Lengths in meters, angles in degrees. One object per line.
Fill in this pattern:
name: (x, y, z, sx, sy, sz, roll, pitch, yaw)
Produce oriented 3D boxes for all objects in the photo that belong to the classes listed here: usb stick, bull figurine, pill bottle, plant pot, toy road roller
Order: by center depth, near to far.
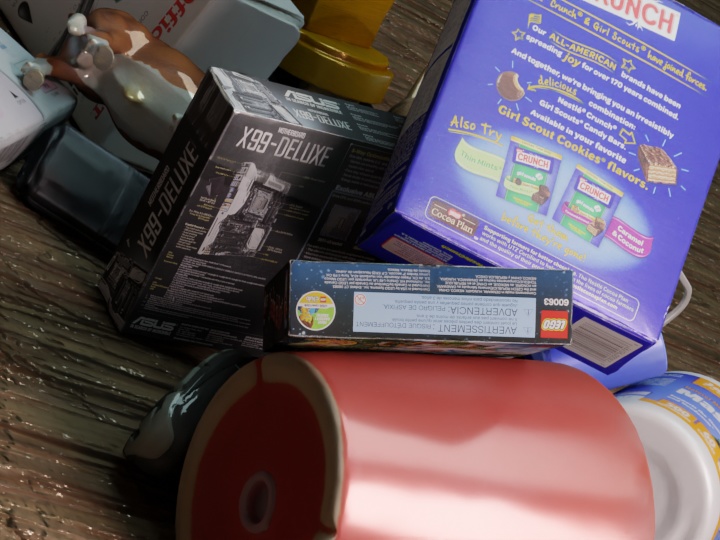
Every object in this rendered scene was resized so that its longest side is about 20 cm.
plant pot: (0.017, 0.126, 1.382, 0.177, 0.201, 0.201, 14, 30, -35)
usb stick: (-0.116, -0.017, 1.650, 0.200, 0.056, 0.033, 34, -24, -20)
bull figurine: (-0.109, -0.091, 1.663, 0.200, 0.065, 0.121, 34, 16, 12)
pill bottle: (0.186, 0.121, 1.689, 0.112, 0.112, 0.200, 44, 19, 11)
toy road roller: (-0.059, -0.169, 1.913, 0.123, 0.146, 0.200, 12, 19, -49)

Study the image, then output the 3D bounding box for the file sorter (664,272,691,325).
file sorter: (0.131, -0.032, 2.008, 0.200, 0.124, 0.139, 54, 3, 36)

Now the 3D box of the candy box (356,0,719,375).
candy box: (0.112, -0.071, 1.545, 0.169, 0.200, 0.077, 27, -23, -11)

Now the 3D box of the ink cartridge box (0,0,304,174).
ink cartridge box: (-0.147, -0.180, 1.812, 0.084, 0.146, 0.200, 18, 27, -47)

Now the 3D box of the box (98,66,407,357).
box: (-0.029, -0.021, 1.592, 0.200, 0.158, 0.050, 12, 30, -31)

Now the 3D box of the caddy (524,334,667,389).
caddy: (0.116, -0.002, 1.675, 0.200, 0.105, 0.142, -104, -179, -66)

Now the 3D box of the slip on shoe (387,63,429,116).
slip on shoe: (0.037, -0.087, 1.900, 0.061, 0.076, 0.200, 58, 40, -13)

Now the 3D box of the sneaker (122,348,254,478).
sneaker: (-0.055, 0.089, 1.477, 0.079, 0.075, 0.200, 47, 19, 14)

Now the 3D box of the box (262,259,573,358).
box: (0.024, 0.022, 1.390, 0.136, 0.038, 0.200, 1, -4, -5)

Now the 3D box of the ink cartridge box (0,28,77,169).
ink cartridge box: (-0.273, -0.137, 1.617, 0.200, 0.057, 0.163, 45, 18, -1)
